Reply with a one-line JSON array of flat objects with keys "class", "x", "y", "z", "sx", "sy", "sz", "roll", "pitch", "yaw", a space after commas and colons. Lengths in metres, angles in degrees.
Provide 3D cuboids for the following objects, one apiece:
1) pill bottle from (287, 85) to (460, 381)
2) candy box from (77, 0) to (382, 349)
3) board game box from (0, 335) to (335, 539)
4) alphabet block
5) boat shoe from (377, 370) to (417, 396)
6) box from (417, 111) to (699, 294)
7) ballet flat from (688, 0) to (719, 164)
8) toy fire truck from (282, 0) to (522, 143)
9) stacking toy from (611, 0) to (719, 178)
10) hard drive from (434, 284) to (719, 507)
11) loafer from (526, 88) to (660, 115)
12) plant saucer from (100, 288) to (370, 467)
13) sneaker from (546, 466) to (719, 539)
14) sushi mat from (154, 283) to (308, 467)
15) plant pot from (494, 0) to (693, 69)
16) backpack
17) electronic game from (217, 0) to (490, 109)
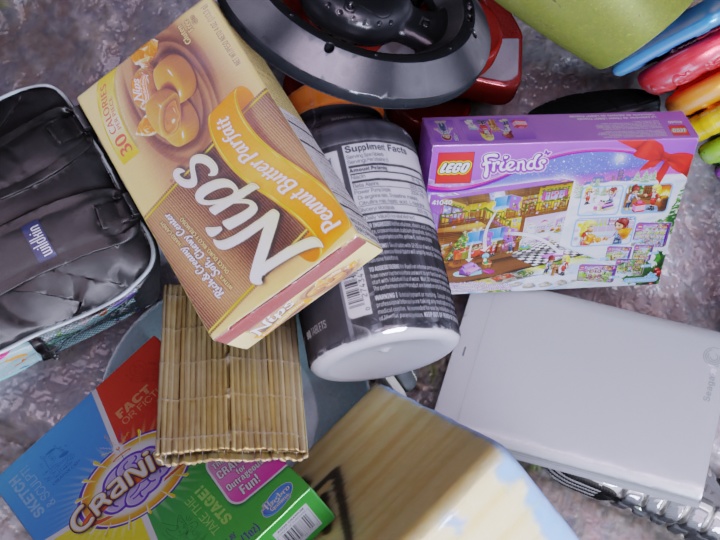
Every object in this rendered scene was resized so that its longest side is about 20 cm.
[{"class": "pill bottle", "x": -0.002, "y": -0.032, "z": 0.942, "sx": 0.106, "sy": 0.106, "sz": 0.200, "roll": -9, "pitch": 70, "yaw": -10}, {"class": "candy box", "x": -0.087, "y": -0.064, "z": 0.887, "sx": 0.115, "sy": 0.055, "sz": 0.200, "roll": -36, "pitch": 72, "yaw": 11}, {"class": "board game box", "x": -0.134, "y": 0.150, "z": 0.887, "sx": 0.153, "sy": 0.040, "sz": 0.200, "roll": -43, "pitch": 46, "yaw": -12}, {"class": "alphabet block", "x": 0.032, "y": 0.223, "z": 0.895, "sx": 0.200, "sy": 0.196, "sz": 0.195, "roll": -45, "pitch": 110, "yaw": -12}, {"class": "boat shoe", "x": 0.000, "y": 0.000, "z": 1.019, "sx": 0.062, "sy": 0.073, "sz": 0.200, "roll": -27, "pitch": 79, "yaw": -8}, {"class": "box", "x": 0.137, "y": -0.049, "z": 1.006, "sx": 0.199, "sy": 0.137, "sz": 0.039, "roll": -2, "pitch": 39, "yaw": -11}, {"class": "ballet flat", "x": 0.310, "y": -0.159, "z": 1.093, "sx": 0.067, "sy": 0.062, "sz": 0.201, "roll": -7, "pitch": 84, "yaw": -45}, {"class": "toy fire truck", "x": 0.028, "y": -0.201, "z": 1.050, "sx": 0.199, "sy": 0.112, "sz": 0.168, "roll": 9, "pitch": 60, "yaw": -7}, {"class": "stacking toy", "x": 0.288, "y": -0.105, "z": 1.022, "sx": 0.116, "sy": 0.110, "sz": 0.200, "roll": -26, "pitch": 90, "yaw": -50}, {"class": "hard drive", "x": 0.165, "y": 0.086, "z": 1.010, "sx": 0.200, "sy": 0.026, "sz": 0.132, "roll": 13, "pitch": 66, "yaw": 13}, {"class": "loafer", "x": 0.147, "y": -0.085, "z": 1.065, "sx": 0.200, "sy": 0.073, "sz": 0.072, "roll": -22, "pitch": 113, "yaw": -8}, {"class": "plant saucer", "x": -0.092, "y": 0.107, "z": 1.003, "sx": 0.200, "sy": 0.039, "sz": 0.202, "roll": 2, "pitch": 79, "yaw": -9}, {"class": "sneaker", "x": 0.249, "y": 0.139, "z": 1.030, "sx": 0.200, "sy": 0.075, "sz": 0.116, "roll": 24, "pitch": 75, "yaw": -2}, {"class": "sushi mat", "x": -0.087, "y": 0.063, "z": 0.915, "sx": 0.095, "sy": 0.200, "sz": 0.012, "roll": 0, "pitch": 121, "yaw": -6}, {"class": "plant pot", "x": 0.148, "y": -0.252, "z": 0.990, "sx": 0.187, "sy": 0.187, "sz": 0.200, "roll": -42, "pitch": 100, "yaw": -13}, {"class": "backpack", "x": -0.259, "y": -0.011, "z": 0.943, "sx": 0.200, "sy": 0.151, "sz": 0.178, "roll": -29, "pitch": 80, "yaw": -19}, {"class": "electronic game", "x": -0.004, "y": -0.184, "z": 0.932, "sx": 0.200, "sy": 0.042, "sz": 0.200, "roll": 13, "pitch": 46, "yaw": -14}]
